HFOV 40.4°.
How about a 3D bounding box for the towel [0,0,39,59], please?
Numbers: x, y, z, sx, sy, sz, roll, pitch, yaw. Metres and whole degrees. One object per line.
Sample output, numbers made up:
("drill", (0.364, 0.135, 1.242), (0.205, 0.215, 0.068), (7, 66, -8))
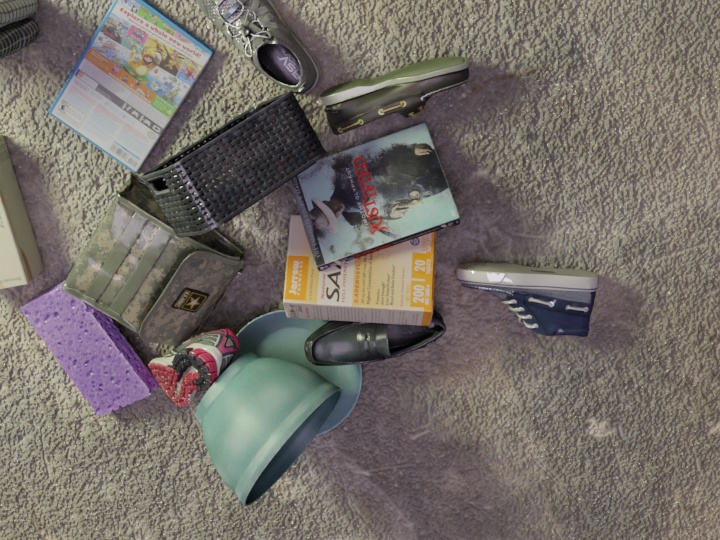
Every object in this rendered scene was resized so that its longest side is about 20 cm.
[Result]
("towel", (-0.521, -0.308, 1.221), (0.198, 0.166, 0.086), (5, 114, 1))

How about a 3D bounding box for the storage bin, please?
("storage bin", (-0.160, -0.133, 1.239), (0.199, 0.135, 0.094), (-37, 107, -23))

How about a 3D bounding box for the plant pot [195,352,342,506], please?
("plant pot", (-0.138, 0.197, 1.326), (0.134, 0.200, 0.201), (38, 107, 11))

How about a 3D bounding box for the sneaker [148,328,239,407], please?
("sneaker", (-0.230, 0.135, 1.363), (0.081, 0.075, 0.199), (55, 145, -9))

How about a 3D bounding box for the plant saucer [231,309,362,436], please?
("plant saucer", (-0.096, 0.145, 1.416), (0.199, 0.039, 0.203), (1, 109, 2))

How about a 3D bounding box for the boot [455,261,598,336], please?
("boot", (0.226, 0.042, 1.350), (0.198, 0.073, 0.091), (5, 103, 0))

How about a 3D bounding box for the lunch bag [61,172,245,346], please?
("lunch bag", (-0.276, -0.002, 1.337), (0.199, 0.118, 0.164), (33, 109, -15))

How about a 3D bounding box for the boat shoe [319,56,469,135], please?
("boat shoe", (0.049, -0.228, 1.274), (0.199, 0.072, 0.061), (-12, 112, 14))

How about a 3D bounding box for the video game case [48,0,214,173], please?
("video game case", (-0.306, -0.251, 1.307), (0.143, 0.018, 0.201), (35, 106, -8))

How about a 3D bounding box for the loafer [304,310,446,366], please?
("loafer", (0.021, 0.091, 1.350), (0.199, 0.070, 0.069), (-12, 101, -13))

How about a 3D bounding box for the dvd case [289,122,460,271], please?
("dvd case", (0.016, -0.098, 1.290), (0.198, 0.022, 0.147), (-18, 72, 2))

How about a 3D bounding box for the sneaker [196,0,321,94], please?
("sneaker", (-0.129, -0.304, 1.247), (0.200, 0.082, 0.075), (40, 105, -10))

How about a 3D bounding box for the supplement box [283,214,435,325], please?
("supplement box", (0.000, 0.000, 1.317), (0.198, 0.074, 0.127), (3, 72, 1))

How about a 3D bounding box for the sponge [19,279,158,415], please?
("sponge", (-0.390, 0.110, 1.406), (0.111, 0.030, 0.201), (-24, 107, 28))

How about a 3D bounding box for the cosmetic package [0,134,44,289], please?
("cosmetic package", (-0.519, -0.075, 1.344), (0.104, 0.071, 0.202), (-12, 107, 6))
